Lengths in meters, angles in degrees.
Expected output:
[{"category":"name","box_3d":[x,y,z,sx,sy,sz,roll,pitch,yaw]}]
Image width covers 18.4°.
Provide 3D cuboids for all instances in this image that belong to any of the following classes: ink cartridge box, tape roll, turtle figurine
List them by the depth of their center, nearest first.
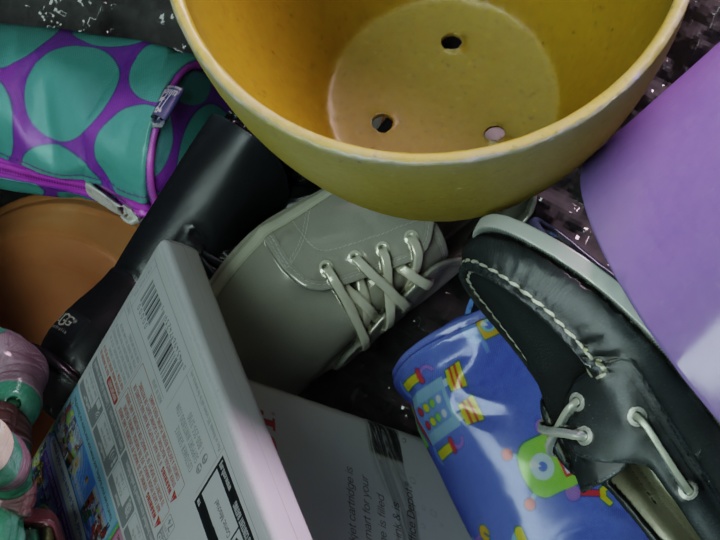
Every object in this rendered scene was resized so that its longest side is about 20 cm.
[{"category":"tape roll","box_3d":[0.182,0.006,0.860,0.085,0.200,0.200,-43,76,21]},{"category":"turtle figurine","box_3d":[-0.162,0.112,0.874,0.101,0.200,0.150,39,109,-21]},{"category":"ink cartridge box","box_3d":[0.000,0.145,0.927,0.084,0.199,0.145,-38,43,40]}]

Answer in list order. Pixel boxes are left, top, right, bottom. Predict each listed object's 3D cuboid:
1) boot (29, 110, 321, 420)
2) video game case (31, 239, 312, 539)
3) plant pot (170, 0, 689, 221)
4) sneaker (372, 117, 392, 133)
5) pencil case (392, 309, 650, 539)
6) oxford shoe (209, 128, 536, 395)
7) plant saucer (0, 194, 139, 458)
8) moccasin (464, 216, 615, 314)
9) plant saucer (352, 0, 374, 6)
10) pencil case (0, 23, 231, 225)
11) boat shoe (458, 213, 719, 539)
[{"category":"boot","box_3d":[-0.044,0.043,1.028,0.168,0.200,0.076,-49,28,-8]},{"category":"video game case","box_3d":[-0.092,0.114,0.876,0.183,0.022,0.200,-58,33,22]},{"category":"plant pot","box_3d":[0.031,-0.098,0.877,0.199,0.142,0.201,-2,65,4]},{"category":"sneaker","box_3d":[-0.002,-0.141,1.005,0.073,0.080,0.201,-8,88,28]},{"category":"pencil case","box_3d":[0.091,0.105,0.908,0.087,0.078,0.201,-27,77,-3]},{"category":"oxford shoe","box_3d":[0.000,0.000,0.967,0.058,0.200,0.075,28,152,51]},{"category":"plant saucer","box_3d":[-0.147,0.059,1.110,0.199,0.037,0.202,2,94,26]},{"category":"moccasin","box_3d":[0.135,0.040,0.952,0.199,0.080,0.069,28,101,20]},{"category":"plant saucer","box_3d":[-0.057,-0.227,1.006,0.199,0.037,0.201,10,80,30]},{"category":"pencil case","box_3d":[-0.158,-0.072,1.077,0.199,0.085,0.093,10,56,26]},{"category":"boat shoe","box_3d":[0.105,0.063,0.843,0.200,0.076,0.060,43,76,3]}]
